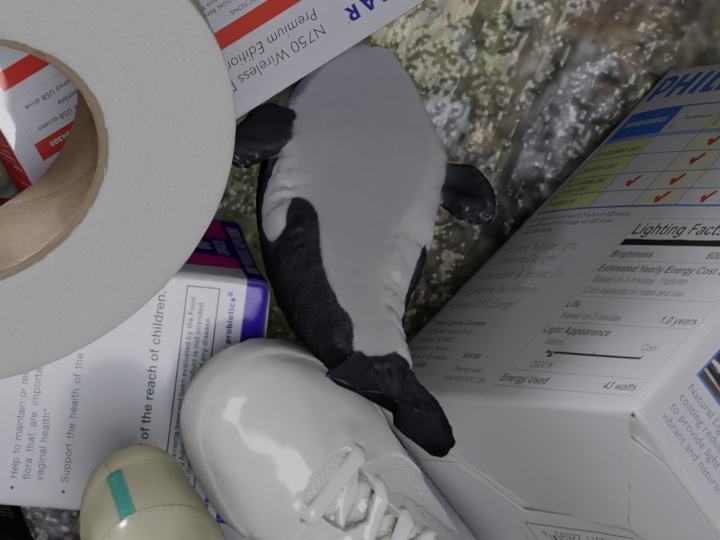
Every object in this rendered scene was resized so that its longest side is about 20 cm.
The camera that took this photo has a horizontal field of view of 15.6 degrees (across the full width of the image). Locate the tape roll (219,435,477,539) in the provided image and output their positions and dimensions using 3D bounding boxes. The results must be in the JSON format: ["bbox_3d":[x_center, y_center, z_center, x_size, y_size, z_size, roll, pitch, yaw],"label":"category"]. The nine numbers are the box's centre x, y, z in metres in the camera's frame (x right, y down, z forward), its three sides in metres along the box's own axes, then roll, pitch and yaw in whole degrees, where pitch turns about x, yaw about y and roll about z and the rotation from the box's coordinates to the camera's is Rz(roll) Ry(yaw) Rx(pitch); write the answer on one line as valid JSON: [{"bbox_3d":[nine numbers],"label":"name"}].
[{"bbox_3d":[-0.001,0.160,1.114,0.199,0.066,0.202,-3,105,-10],"label":"tape roll"}]

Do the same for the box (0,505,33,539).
[{"bbox_3d":[-0.177,0.165,1.009,0.105,0.200,0.123,5,105,-18],"label":"box"}]

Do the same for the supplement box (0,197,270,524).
[{"bbox_3d":[-0.144,0.030,1.035,0.199,0.101,0.104,4,104,-11],"label":"supplement box"}]

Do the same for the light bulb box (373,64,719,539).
[{"bbox_3d":[0.143,0.026,1.005,0.200,0.198,0.125,-45,110,-21],"label":"light bulb box"}]

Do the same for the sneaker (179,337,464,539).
[{"bbox_3d":[0.012,0.106,1.005,0.075,0.088,0.200,-45,119,-11],"label":"sneaker"}]

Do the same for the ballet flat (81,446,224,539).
[{"bbox_3d":[-0.070,0.133,1.003,0.069,0.070,0.200,-15,145,-6],"label":"ballet flat"}]

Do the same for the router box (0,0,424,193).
[{"bbox_3d":[-0.082,-0.144,1.006,0.199,0.049,0.180,-32,108,-13],"label":"router box"}]

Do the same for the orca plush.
[{"bbox_3d":[0.000,0.000,1.019,0.105,0.201,0.071,-1,134,-22],"label":"orca plush"}]

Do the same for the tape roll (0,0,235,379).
[{"bbox_3d":[-0.143,-0.044,0.902,0.202,0.037,0.204,-11,132,-13],"label":"tape roll"}]
